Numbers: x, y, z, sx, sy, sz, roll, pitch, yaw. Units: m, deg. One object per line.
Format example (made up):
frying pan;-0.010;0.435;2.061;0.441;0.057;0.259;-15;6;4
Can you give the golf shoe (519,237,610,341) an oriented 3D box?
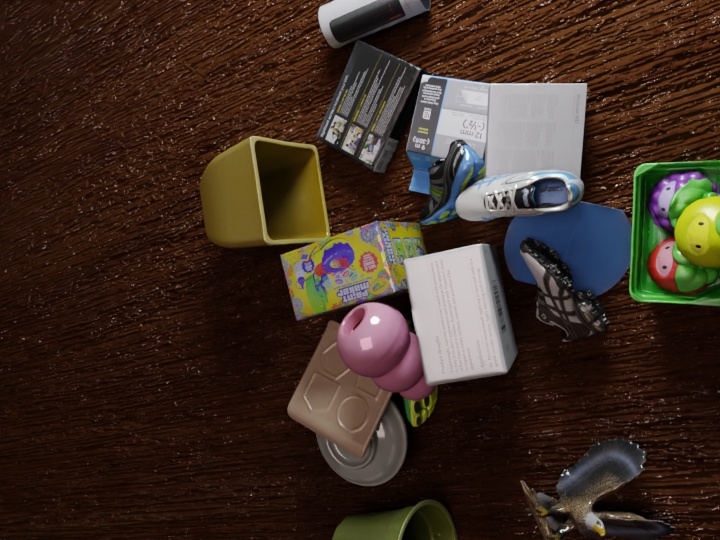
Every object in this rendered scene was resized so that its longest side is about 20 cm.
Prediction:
golf shoe;0.306;0.040;0.964;0.094;0.078;0.200;-37;100;31

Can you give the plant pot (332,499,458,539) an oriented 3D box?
plant pot;0.050;0.524;1.107;0.189;0.199;0.202;-13;87;38

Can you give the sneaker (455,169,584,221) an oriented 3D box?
sneaker;0.236;-0.114;0.917;0.198;0.072;0.073;-6;96;29

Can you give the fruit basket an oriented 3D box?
fruit basket;0.462;-0.051;0.840;0.154;0.215;0.218;2;94;26

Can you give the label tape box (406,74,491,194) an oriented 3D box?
label tape box;0.161;-0.229;1.056;0.142;0.066;0.202;17;99;24

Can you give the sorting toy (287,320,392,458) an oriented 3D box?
sorting toy;-0.025;0.214;1.110;0.184;0.036;0.202;21;83;32

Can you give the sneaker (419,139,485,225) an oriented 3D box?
sneaker;0.151;-0.146;1.030;0.083;0.070;0.200;65;156;23

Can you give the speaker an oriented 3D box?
speaker;0.025;-0.481;1.101;0.198;0.081;0.082;-12;88;26

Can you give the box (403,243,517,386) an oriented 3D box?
box;0.170;0.066;0.990;0.129;0.200;0.201;-11;88;19

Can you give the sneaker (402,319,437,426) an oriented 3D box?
sneaker;0.087;0.189;1.127;0.083;0.074;0.202;-13;90;51

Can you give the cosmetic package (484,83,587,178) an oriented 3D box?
cosmetic package;0.278;-0.196;0.972;0.149;0.052;0.202;3;100;8

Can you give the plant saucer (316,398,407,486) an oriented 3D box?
plant saucer;-0.010;0.312;1.129;0.198;0.050;0.202;2;95;28

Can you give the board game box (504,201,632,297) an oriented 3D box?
board game box;0.337;-0.046;0.979;0.198;0.039;0.159;13;120;8

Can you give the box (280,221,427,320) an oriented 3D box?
box;0.000;0.000;1.081;0.198;0.192;0.123;-17;86;26

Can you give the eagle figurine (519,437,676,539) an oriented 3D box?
eagle figurine;0.377;0.382;0.970;0.198;0.151;0.153;-22;127;-3

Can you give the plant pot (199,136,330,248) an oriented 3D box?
plant pot;-0.206;-0.134;1.184;0.198;0.195;0.196;-9;89;33

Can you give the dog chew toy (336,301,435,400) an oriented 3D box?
dog chew toy;0.054;0.144;1.000;0.124;0.125;0.200;-37;114;24

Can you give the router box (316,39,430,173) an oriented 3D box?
router box;0.020;-0.306;1.129;0.149;0.051;0.201;33;107;23
